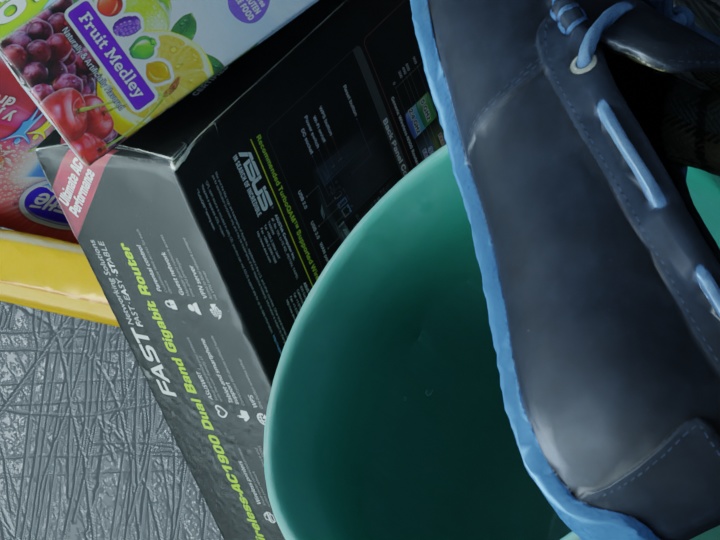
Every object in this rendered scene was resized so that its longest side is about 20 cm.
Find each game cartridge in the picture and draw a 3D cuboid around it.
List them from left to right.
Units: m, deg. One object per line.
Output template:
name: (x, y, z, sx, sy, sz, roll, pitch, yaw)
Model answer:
game cartridge: (-0.050, 0.022, 0.969, 0.200, 0.032, 0.176, 14, 178, 26)

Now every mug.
mug: (0.074, 0.051, 0.606, 0.114, 0.152, 0.185, 40, -178, -36)

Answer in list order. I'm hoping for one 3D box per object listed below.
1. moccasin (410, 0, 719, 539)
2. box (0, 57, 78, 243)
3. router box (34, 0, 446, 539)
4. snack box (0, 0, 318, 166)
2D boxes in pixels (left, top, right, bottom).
moccasin: (0.063, -0.028, 0.538, 0.080, 0.068, 0.200, 34, -143, -53)
box: (-0.124, -0.079, 0.983, 0.200, 0.095, 0.103, 15, -142, -46)
router box: (0.000, 0.000, 0.741, 0.062, 0.150, 0.200, 8, 131, 41)
snack box: (-0.063, -0.124, 0.705, 0.053, 0.142, 0.200, 54, 178, -32)
